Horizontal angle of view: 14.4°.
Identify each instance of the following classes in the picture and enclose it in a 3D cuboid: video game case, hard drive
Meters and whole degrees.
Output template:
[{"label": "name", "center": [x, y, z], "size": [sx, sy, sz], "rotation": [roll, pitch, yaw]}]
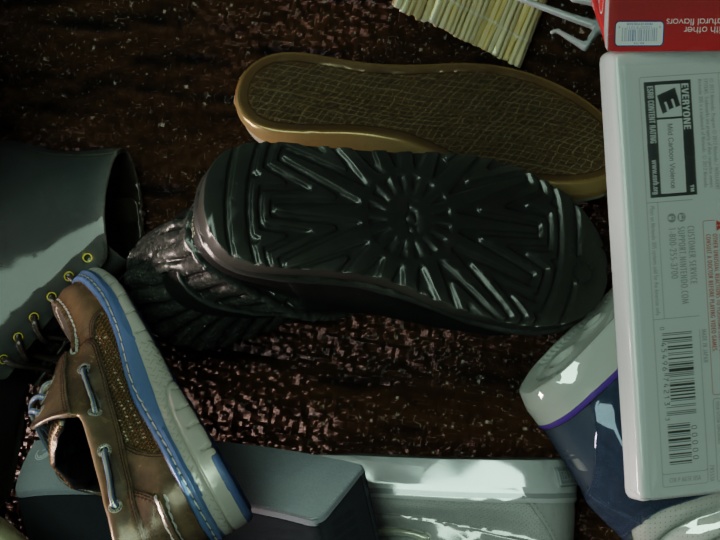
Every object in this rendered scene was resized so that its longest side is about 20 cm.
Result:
[{"label": "video game case", "center": [0.200, -0.004, 1.292], "size": [0.181, 0.023, 0.201], "rotation": [-5, 93, -17]}, {"label": "hard drive", "center": [-0.077, 0.150, 1.392], "size": [0.199, 0.042, 0.136], "rotation": [2, 115, 33]}]

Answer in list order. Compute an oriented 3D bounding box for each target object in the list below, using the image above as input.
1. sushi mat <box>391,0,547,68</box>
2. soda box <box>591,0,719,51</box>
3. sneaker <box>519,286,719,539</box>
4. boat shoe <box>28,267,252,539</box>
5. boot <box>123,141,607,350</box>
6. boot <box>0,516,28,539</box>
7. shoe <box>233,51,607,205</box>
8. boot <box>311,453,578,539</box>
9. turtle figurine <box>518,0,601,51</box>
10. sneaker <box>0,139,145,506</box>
[{"label": "sushi mat", "center": [0.086, -0.203, 1.376], "size": [0.012, 0.095, 0.201], "rotation": [29, 98, 48]}, {"label": "soda box", "center": [0.204, -0.137, 1.268], "size": [0.199, 0.070, 0.064], "rotation": [0, 112, -1]}, {"label": "sneaker", "center": [0.187, 0.051, 1.343], "size": [0.200, 0.081, 0.147], "rotation": [-41, 98, -7]}, {"label": "boat shoe", "center": [-0.120, 0.067, 1.353], "size": [0.072, 0.072, 0.200], "rotation": [-29, 34, -7]}, {"label": "boot", "center": [0.000, -0.003, 1.378], "size": [0.210, 0.158, 0.080], "rotation": [13, 70, -12]}, {"label": "boot", "center": [-0.205, 0.171, 1.427], "size": [0.155, 0.073, 0.200], "rotation": [41, 142, 10]}, {"label": "shoe", "center": [0.036, -0.065, 1.410], "size": [0.199, 0.053, 0.070], "rotation": [12, 58, 16]}, {"label": "boot", "center": [0.008, 0.138, 1.391], "size": [0.199, 0.073, 0.096], "rotation": [0, 87, 23]}, {"label": "turtle figurine", "center": [0.165, -0.173, 1.340], "size": [0.199, 0.101, 0.151], "rotation": [5, 107, 3]}, {"label": "sneaker", "center": [-0.171, 0.031, 1.460], "size": [0.106, 0.075, 0.201], "rotation": [0, 85, 21]}]
